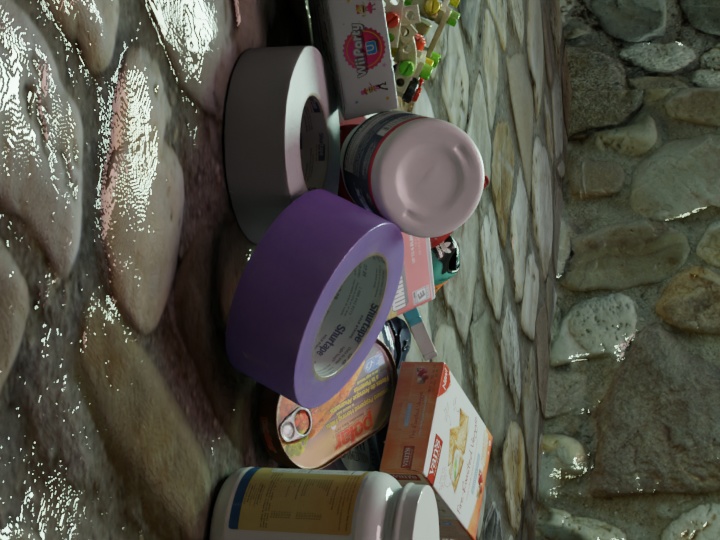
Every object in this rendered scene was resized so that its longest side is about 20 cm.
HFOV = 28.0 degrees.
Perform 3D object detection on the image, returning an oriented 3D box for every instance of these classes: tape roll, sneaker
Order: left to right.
[{"bbox_3d":[-0.077,-0.128,1.483,0.200,0.065,0.203,-1,90,-76],"label":"tape roll"},{"bbox_3d":[-0.042,0.028,1.428,0.200,0.084,0.201,-49,154,-33],"label":"tape roll"},{"bbox_3d":[0.021,0.147,1.835,0.146,0.076,0.205,-27,118,-74],"label":"sneaker"},{"bbox_3d":[0.095,-0.006,1.886,0.072,0.079,0.200,61,0,5],"label":"sneaker"}]

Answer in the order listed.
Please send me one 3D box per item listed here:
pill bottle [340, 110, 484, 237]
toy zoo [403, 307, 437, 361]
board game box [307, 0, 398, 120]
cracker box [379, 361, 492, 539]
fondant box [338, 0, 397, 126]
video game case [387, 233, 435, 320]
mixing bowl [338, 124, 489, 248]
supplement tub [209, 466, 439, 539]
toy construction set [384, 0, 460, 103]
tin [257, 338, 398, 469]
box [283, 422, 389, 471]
[{"bbox_3d":[0.045,-0.107,1.526,0.200,0.118,0.121,-146,-129,-73],"label":"pill bottle"},{"bbox_3d":[0.053,0.029,1.886,0.132,0.020,0.201,-115,180,-55],"label":"toy zoo"},{"bbox_3d":[-0.015,-0.270,1.583,0.200,0.063,0.149,-110,-170,-63],"label":"board game box"},{"bbox_3d":[0.090,0.208,1.651,0.200,0.057,0.135,54,42,-52],"label":"cracker box"},{"bbox_3d":[-0.001,-0.266,1.789,0.144,0.057,0.203,43,48,-70],"label":"fondant box"},{"bbox_3d":[0.000,0.000,1.635,0.198,0.017,0.145,-23,119,-31],"label":"video game case"},{"bbox_3d":[0.046,-0.089,1.750,0.200,0.198,0.110,45,62,-69],"label":"mixing bowl"},{"bbox_3d":[-0.032,0.265,1.388,0.145,0.197,0.147,0,90,-75],"label":"supplement tub"},{"bbox_3d":[0.063,-0.277,1.721,0.132,0.091,0.200,-64,169,18],"label":"toy construction set"},{"bbox_3d":[-0.033,0.140,1.551,0.199,0.042,0.113,-26,102,-46],"label":"tin"},{"bbox_3d":[-0.003,0.210,1.638,0.199,0.043,0.163,11,79,-47],"label":"box"}]
